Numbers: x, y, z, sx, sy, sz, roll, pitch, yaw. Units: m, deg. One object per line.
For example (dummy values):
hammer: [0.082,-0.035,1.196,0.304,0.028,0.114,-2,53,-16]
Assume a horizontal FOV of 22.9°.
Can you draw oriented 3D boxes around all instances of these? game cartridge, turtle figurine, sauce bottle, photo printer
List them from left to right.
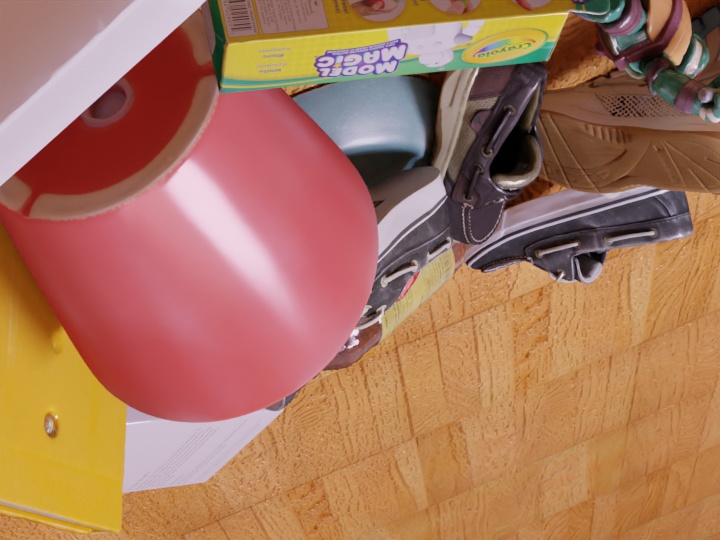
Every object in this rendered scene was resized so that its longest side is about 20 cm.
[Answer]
photo printer: [-0.148,-0.144,0.728,0.199,0.167,0.069,-36,174,27]
game cartridge: [-0.191,0.044,1.041,0.032,0.202,0.176,-8,162,21]
sauce bottle: [-0.005,0.025,1.240,0.200,0.066,0.066,-40,171,-39]
turtle figurine: [0.186,-0.155,1.070,0.100,0.151,0.200,-16,154,29]

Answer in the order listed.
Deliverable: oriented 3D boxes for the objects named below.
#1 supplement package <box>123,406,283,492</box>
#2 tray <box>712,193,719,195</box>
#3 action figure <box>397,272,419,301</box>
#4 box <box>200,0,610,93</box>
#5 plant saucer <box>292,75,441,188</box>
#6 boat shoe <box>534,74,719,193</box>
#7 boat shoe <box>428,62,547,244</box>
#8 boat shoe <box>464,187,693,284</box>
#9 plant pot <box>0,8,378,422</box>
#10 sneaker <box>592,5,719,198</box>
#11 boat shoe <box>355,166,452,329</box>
supplement package: [-0.177,0.077,1.209,0.199,0.121,0.121,-2,151,-41]
tray: [0.280,-0.096,1.191,0.099,0.037,0.200,-54,-175,2]
action figure: [-0.059,0.006,1.148,0.199,0.066,0.099,9,131,-51]
box: [0.017,-0.156,0.879,0.198,0.118,0.048,-7,154,-13]
plant saucer: [-0.022,-0.056,1.185,0.198,0.036,0.200,-21,156,-9]
boat shoe: [0.177,-0.096,1.171,0.070,0.199,0.071,-54,135,-27]
boat shoe: [0.086,-0.074,1.163,0.073,0.065,0.201,-49,157,-24]
boat shoe: [0.156,-0.023,1.324,0.199,0.072,0.072,-20,175,41]
plant pot: [-0.106,-0.044,0.959,0.199,0.202,0.178,-26,145,5]
sneaker: [0.235,-0.118,1.234,0.199,0.087,0.075,-34,153,18]
boat shoe: [0.000,0.000,1.092,0.070,0.064,0.200,-4,-159,39]
